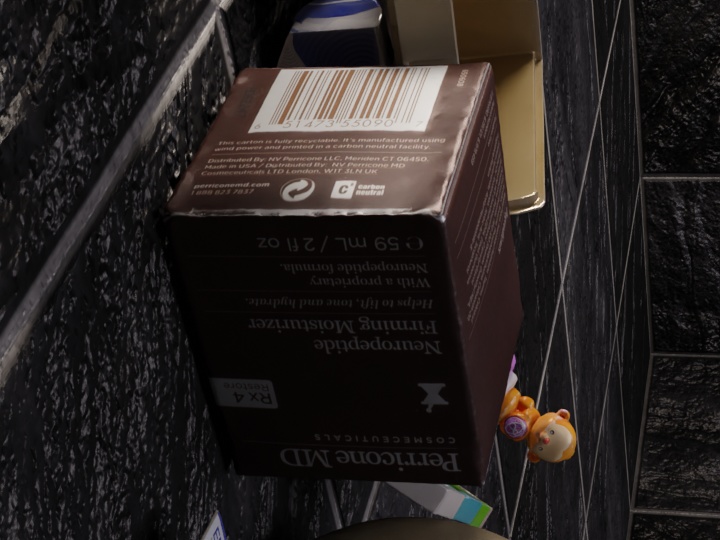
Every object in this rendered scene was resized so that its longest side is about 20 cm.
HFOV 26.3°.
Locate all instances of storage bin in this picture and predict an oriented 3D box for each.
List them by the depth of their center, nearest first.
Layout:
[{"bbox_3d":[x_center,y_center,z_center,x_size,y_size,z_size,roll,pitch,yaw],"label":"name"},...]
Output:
[{"bbox_3d":[0.073,-0.171,1.048,0.199,0.093,0.201,-84,168,-49],"label":"storage bin"}]

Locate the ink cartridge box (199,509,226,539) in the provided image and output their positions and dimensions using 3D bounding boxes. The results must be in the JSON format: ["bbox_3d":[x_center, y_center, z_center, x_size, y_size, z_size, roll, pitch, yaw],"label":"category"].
[{"bbox_3d":[-0.105,0.263,0.809,0.200,0.043,0.198,-65,150,-59],"label":"ink cartridge box"}]

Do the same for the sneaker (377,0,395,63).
[{"bbox_3d":[0.050,-0.224,1.253,0.200,0.075,0.106,-49,142,-60],"label":"sneaker"}]

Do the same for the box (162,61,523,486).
[{"bbox_3d":[0.000,0.000,0.933,0.165,0.164,0.201,-70,155,-50],"label":"box"}]

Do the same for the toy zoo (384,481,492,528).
[{"bbox_3d":[0.019,0.132,1.085,0.021,0.131,0.200,-56,160,-3],"label":"toy zoo"}]

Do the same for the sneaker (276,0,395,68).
[{"bbox_3d":[-0.008,-0.124,1.080,0.200,0.080,0.116,82,13,-47],"label":"sneaker"}]

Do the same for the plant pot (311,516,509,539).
[{"bbox_3d":[0.009,0.243,1.003,0.134,0.200,0.202,31,54,-30],"label":"plant pot"}]

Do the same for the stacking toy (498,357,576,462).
[{"bbox_3d":[0.070,0.073,1.107,0.116,0.199,0.110,-55,170,11],"label":"stacking toy"}]
